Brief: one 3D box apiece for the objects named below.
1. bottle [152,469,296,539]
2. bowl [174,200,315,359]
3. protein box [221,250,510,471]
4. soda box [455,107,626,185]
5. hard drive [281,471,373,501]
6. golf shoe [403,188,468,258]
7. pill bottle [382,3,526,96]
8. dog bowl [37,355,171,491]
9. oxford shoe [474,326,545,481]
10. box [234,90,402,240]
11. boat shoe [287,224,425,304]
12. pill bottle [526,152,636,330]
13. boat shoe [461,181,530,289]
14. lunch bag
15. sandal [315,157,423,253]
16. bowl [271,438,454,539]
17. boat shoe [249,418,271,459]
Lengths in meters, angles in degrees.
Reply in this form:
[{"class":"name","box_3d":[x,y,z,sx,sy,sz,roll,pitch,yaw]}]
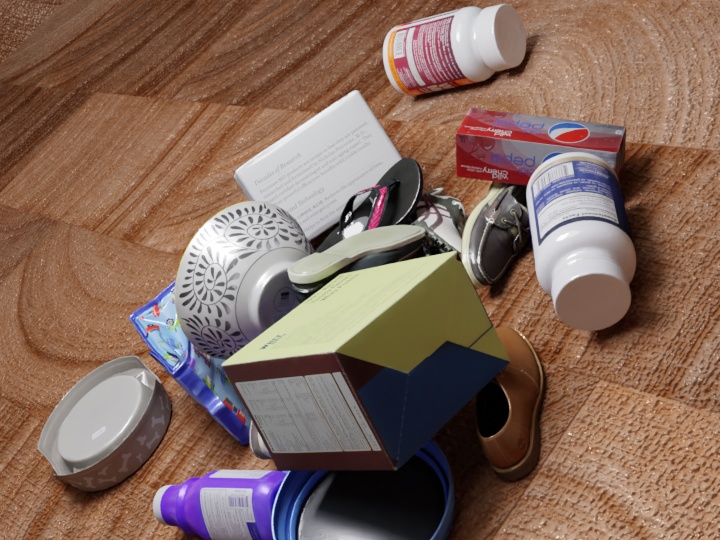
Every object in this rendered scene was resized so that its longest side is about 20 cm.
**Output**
[{"class":"bottle","box_3d":[-0.153,0.270,1.380,0.198,0.085,0.065,-8,11,39]},{"class":"bowl","box_3d":[-0.114,0.025,1.450,0.201,0.201,0.094,-48,39,-16]},{"class":"protein box","box_3d":[0.005,0.097,1.257,0.198,0.136,0.199,-37,16,-37]},{"class":"soda box","box_3d":[0.218,-0.144,1.472,0.198,0.064,0.070,9,38,18]},{"class":"hard drive","box_3d":[-0.014,0.184,1.405,0.131,0.025,0.201,-8,44,38]},{"class":"golf shoe","box_3d":[0.105,-0.055,1.542,0.088,0.078,0.200,-32,34,-8]},{"class":"pill bottle","box_3d":[0.139,-0.330,1.807,0.198,0.110,0.110,-6,44,39]},{"class":"dog bowl","box_3d":[-0.343,0.212,1.653,0.199,0.059,0.201,-25,35,19]},{"class":"oxford shoe","box_3d":[0.152,0.122,1.286,0.071,0.071,0.201,-25,34,21]},{"class":"box","box_3d":[-0.058,-0.133,1.658,0.199,0.131,0.199,-34,6,-3]},{"class":"boat shoe","box_3d":[0.001,0.000,1.436,0.074,0.067,0.198,11,27,43]},{"class":"pill bottle","box_3d":[0.245,-0.031,1.345,0.110,0.111,0.201,-23,36,20]},{"class":"boat shoe","box_3d":[0.180,-0.063,1.479,0.064,0.073,0.201,-12,40,41]},{"class":"lunch bag","box_3d":[-0.197,0.125,1.535,0.094,0.151,0.200,-38,33,0]},{"class":"sandal","box_3d":[0.004,-0.064,1.533,0.200,0.045,0.075,-47,46,1]},{"class":"bowl","box_3d":[0.005,0.249,1.264,0.198,0.040,0.202,-14,43,14]},{"class":"boat shoe","box_3d":[-0.103,0.157,1.484,0.059,0.072,0.201,-25,31,29]}]
